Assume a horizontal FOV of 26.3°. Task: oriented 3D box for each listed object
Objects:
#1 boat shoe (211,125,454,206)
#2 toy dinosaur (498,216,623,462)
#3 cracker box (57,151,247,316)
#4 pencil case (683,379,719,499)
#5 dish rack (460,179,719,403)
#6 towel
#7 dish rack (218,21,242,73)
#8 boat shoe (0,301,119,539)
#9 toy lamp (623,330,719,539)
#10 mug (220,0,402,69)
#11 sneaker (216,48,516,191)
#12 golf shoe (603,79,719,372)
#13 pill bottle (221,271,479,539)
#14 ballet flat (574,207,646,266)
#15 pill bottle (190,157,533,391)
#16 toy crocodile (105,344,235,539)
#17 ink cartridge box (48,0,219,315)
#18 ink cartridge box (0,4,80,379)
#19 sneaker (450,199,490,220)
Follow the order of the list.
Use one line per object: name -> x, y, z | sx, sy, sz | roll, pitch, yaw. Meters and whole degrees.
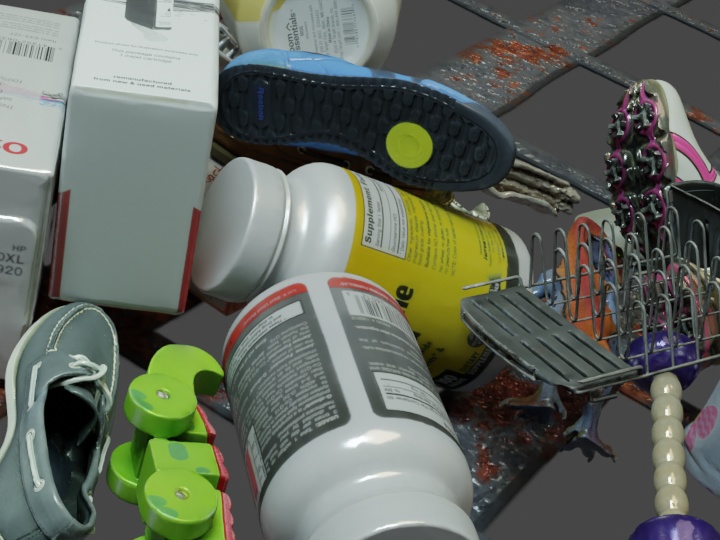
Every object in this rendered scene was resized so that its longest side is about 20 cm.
boat shoe -> -0.025, -0.090, 1.061 | 0.199, 0.068, 0.072 | 24, 33, 10
toy dinosaur -> 0.155, 0.030, 1.013 | 0.105, 0.200, 0.182 | 26, 61, -16
cracker box -> -0.121, -0.059, 1.083 | 0.199, 0.058, 0.134 | 32, 33, 22
pencil case -> 0.277, 0.063, 0.969 | 0.083, 0.201, 0.091 | 39, 43, 20
dish rack -> 0.162, 0.010, 0.888 | 0.199, 0.055, 0.153 | -12, 24, -21
towel -> 0.062, -0.092, 1.181 | 0.199, 0.035, 0.132 | 22, 4, -21
dish rack -> -0.108, -0.158, 1.193 | 0.172, 0.044, 0.200 | 46, 10, 36
boat shoe -> -0.151, 0.081, 0.818 | 0.073, 0.062, 0.201 | 47, 27, -24
toy lamp -> 0.188, 0.123, 0.938 | 0.058, 0.058, 0.201 | 14, 43, -7
mug -> -0.049, -0.207, 1.123 | 0.186, 0.150, 0.153 | 35, 18, -18
sneaker -> 0.007, -0.103, 0.976 | 0.199, 0.066, 0.078 | 14, 25, 14
golf shoe -> 0.226, -0.034, 1.056 | 0.092, 0.201, 0.073 | -13, 1, -26
pill bottle -> -0.005, 0.101, 0.836 | 0.115, 0.116, 0.200 | 6, 34, -20
ballet flat -> 0.272, -0.027, 1.234 | 0.199, 0.064, 0.067 | 19, 31, 2
pill bottle -> 0.000, 0.000, 0.964 | 0.199, 0.113, 0.113 | 18, 28, -27
toy crocodile -> -0.095, 0.116, 0.812 | 0.061, 0.068, 0.200 | 7, 33, -19
ink cartridge box -> -0.134, -0.093, 0.938 | 0.083, 0.145, 0.201 | 8, 34, -9
ink cartridge box -> -0.254, -0.058, 0.922 | 0.146, 0.145, 0.200 | 9, 32, -10
sneaker -> 0.019, -0.056, 1.122 | 0.199, 0.089, 0.077 | 30, 33, 19
